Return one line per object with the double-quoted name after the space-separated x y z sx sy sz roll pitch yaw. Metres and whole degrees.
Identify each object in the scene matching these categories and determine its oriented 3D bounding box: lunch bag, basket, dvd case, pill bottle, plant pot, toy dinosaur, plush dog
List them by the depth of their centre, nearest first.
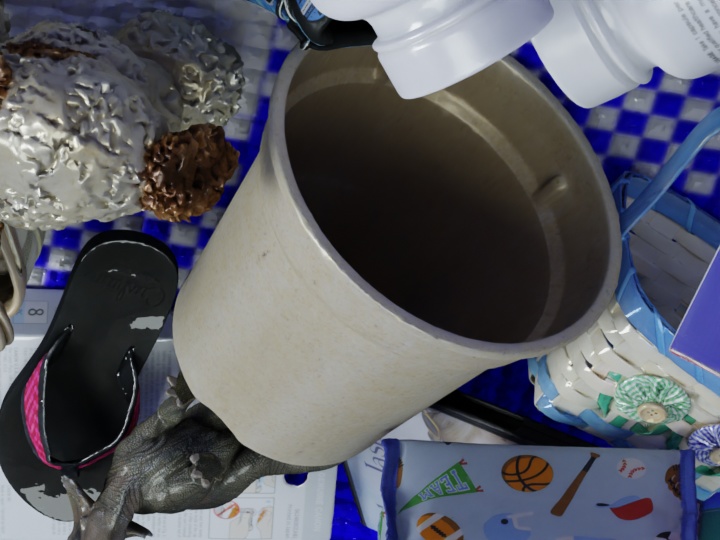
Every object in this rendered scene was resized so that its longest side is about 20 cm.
0.006 -0.183 1.260 0.111 0.111 0.200 -25 103 20 "pill bottle"
0.175 -0.160 1.319 0.199 0.114 0.113 -25 126 20 "pill bottle"
-0.153 -0.070 1.332 0.199 0.172 0.161 22 87 -16 "plush dog"
0.000 0.000 1.425 0.200 0.201 0.183 24 138 -19 "plant pot"
0.089 0.197 1.444 0.169 0.124 0.201 4 131 4 "lunch bag"
0.196 0.017 1.453 0.176 0.139 0.200 29 120 -22 "basket"
-0.090 0.102 1.509 0.102 0.200 0.077 -38 79 42 "toy dinosaur"
0.065 0.122 1.546 0.200 0.018 0.143 21 142 36 "dvd case"

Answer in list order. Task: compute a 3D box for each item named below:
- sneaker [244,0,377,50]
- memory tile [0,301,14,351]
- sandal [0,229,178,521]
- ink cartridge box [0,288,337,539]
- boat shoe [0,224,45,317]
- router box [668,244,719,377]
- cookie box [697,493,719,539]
-0.029 -0.153 1.341 0.199 0.090 0.079 12 129 -9 "sneaker"
-0.256 -0.038 1.406 0.200 0.017 0.154 22 147 45 "memory tile"
-0.149 0.065 1.500 0.075 0.045 0.200 12 128 -14 "sandal"
-0.112 0.084 1.579 0.199 0.047 0.161 1 130 -5 "ink cartridge box"
-0.227 -0.058 1.440 0.072 0.065 0.200 -19 128 16 "boat shoe"
0.231 -0.030 1.306 0.049 0.179 0.201 28 94 23 "router box"
0.133 0.210 1.598 0.199 0.171 0.075 -10 128 9 "cookie box"
